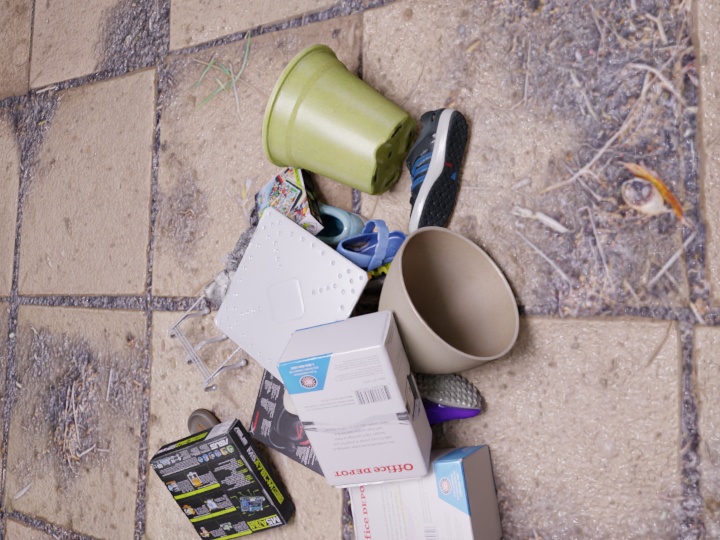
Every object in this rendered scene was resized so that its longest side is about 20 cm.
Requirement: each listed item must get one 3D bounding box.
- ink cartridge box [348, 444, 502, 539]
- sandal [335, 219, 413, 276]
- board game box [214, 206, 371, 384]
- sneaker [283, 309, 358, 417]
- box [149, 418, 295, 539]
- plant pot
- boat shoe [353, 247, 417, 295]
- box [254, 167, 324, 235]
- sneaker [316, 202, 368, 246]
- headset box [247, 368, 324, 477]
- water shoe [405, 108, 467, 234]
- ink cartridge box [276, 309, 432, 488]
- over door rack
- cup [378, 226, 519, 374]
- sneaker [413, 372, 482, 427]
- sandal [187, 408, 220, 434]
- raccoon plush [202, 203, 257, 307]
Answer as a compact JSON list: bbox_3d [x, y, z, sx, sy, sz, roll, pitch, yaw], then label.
[{"bbox_3d":[0.082,0.329,0.852,0.196,0.124,0.132,-13,79,28],"label":"ink cartridge box"},{"bbox_3d":[-0.016,-0.015,0.884,0.197,0.087,0.080,-31,52,3],"label":"sandal"},{"bbox_3d":[-0.102,0.044,0.868,0.198,0.026,0.203,33,103,24],"label":"board game box"},{"bbox_3d":[-0.065,0.119,0.910,0.069,0.095,0.201,15,54,28],"label":"sneaker"},{"bbox_3d":[-0.239,0.368,1.033,0.197,0.048,0.196,-25,105,26],"label":"box"},{"bbox_3d":[-0.021,-0.214,0.932,0.182,0.200,0.204,31,101,17],"label":"plant pot"},{"bbox_3d":[0.000,0.000,0.956,0.195,0.074,0.075,-5,77,23],"label":"boat shoe"},{"bbox_3d":[-0.122,-0.099,0.987,0.109,0.035,0.202,-38,34,14],"label":"box"},{"bbox_3d":[-0.081,-0.084,1.005,0.196,0.081,0.076,6,88,30],"label":"sneaker"},{"bbox_3d":[-0.074,0.232,0.978,0.196,0.075,0.153,17,94,30],"label":"headset box"},{"bbox_3d":[0.106,-0.145,0.920,0.078,0.071,0.205,16,88,48],"label":"water shoe"},{"bbox_3d":[-0.002,0.170,0.780,0.143,0.086,0.204,-12,115,17],"label":"ink cartridge box"},{"bbox_3d":[-0.249,0.098,1.098,0.201,0.066,0.148,-49,65,11],"label":"over door rack"},{"bbox_3d":[0.102,0.064,0.843,0.144,0.197,0.203,-49,63,44],"label":"cup"},{"bbox_3d":[0.080,0.207,0.892,0.194,0.070,0.102,4,116,8],"label":"sneaker"},{"bbox_3d":[-0.253,0.329,1.084,0.199,0.054,0.083,41,106,21],"label":"sandal"},{"bbox_3d":[-0.202,-0.014,1.044,0.133,0.097,0.201,-34,29,12],"label":"raccoon plush"}]
